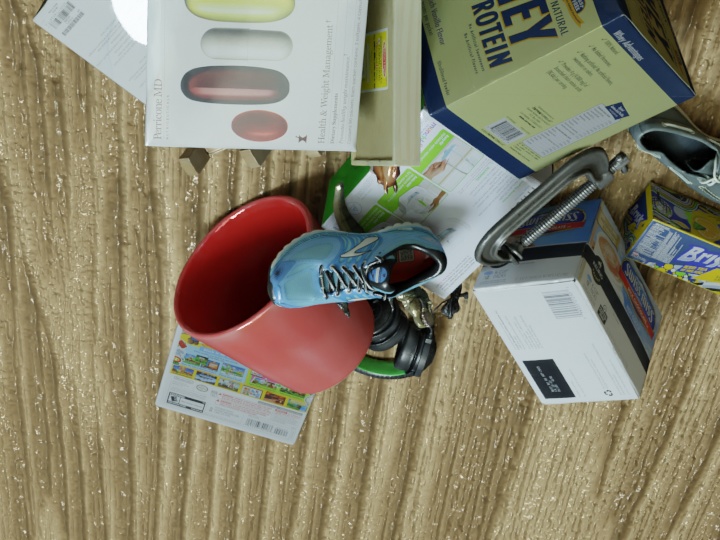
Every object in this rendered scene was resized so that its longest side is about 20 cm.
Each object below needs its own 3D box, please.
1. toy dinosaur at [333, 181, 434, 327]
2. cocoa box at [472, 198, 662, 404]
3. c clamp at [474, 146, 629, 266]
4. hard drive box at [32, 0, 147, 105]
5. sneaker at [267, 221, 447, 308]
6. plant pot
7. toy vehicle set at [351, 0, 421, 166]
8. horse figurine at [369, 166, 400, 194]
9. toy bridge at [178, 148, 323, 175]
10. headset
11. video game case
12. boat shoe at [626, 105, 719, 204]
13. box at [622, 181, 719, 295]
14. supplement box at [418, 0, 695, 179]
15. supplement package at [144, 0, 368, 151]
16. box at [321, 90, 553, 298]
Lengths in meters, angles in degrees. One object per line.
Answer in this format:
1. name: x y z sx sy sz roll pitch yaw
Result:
1. toy dinosaur: 0.000 0.000 1.427 0.088 0.047 0.200 -39 116 0
2. cocoa box: 0.241 0.038 1.482 0.133 0.131 0.200 -7 131 36
3. c clamp: 0.206 -0.064 1.368 0.200 0.027 0.171 -39 162 3
4. hard drive box: -0.208 -0.262 1.338 0.200 0.077 0.156 37 125 -22
5. sneaker: -0.001 -0.004 1.354 0.199 0.090 0.079 -15 108 -14
6. plant pot: -0.088 0.041 1.520 0.200 0.201 0.177 -24 133 25
7. toy vehicle set: 0.023 -0.199 1.234 0.026 0.124 0.201 -2 97 -19
8. horse figurine: 0.026 -0.197 1.325 0.050 0.133 0.200 5 121 -39
9. toy bridge: -0.108 -0.144 1.425 0.199 0.067 0.027 -5 131 36
10. headset: 0.050 0.070 1.606 0.123 0.094 0.200 35 141 -26
11. video game case: -0.158 0.141 1.711 0.199 0.023 0.182 17 130 -6
12. boat shoe: 0.365 -0.114 1.397 0.200 0.062 0.073 34 126 -20
13. box: 0.400 -0.023 1.465 0.199 0.070 0.064 22 131 -11
14. supplement box: 0.181 -0.213 1.240 0.199 0.135 0.200 -25 154 25
15. supplement package: -0.103 -0.226 1.222 0.199 0.147 0.192 0 116 -9
16. box: 0.085 -0.092 1.431 0.176 0.097 0.200 29 128 -17
